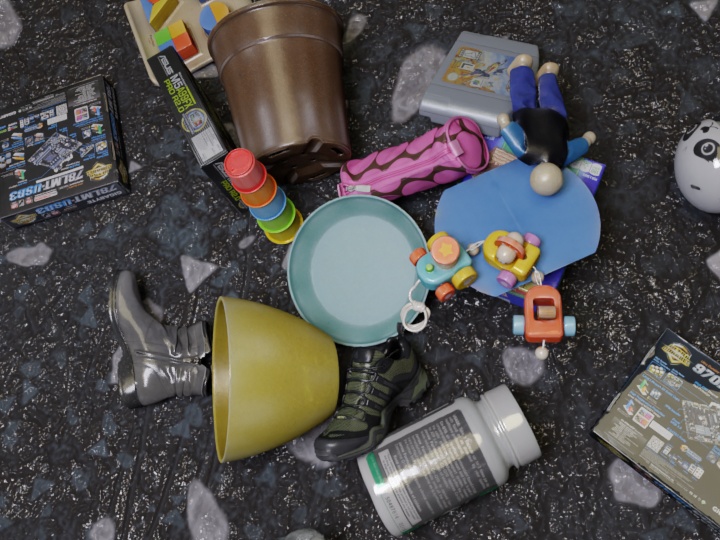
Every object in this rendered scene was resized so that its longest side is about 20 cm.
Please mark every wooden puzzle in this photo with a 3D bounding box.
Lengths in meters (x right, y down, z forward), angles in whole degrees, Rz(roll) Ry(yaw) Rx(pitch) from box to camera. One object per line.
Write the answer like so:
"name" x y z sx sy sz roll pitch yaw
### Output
"wooden puzzle" -0.276 -0.415 1.232 0.199 0.046 0.186 -25 68 1

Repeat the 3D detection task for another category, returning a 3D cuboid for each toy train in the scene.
"toy train" 0.145 0.017 0.865 0.198 0.056 0.151 4 66 11

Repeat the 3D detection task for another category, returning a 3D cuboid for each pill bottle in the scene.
"pill bottle" 0.105 0.222 0.906 0.199 0.113 0.114 -27 69 2

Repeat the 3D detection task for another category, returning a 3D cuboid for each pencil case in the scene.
"pencil case" 0.066 -0.136 1.009 0.199 0.093 0.092 -19 83 36

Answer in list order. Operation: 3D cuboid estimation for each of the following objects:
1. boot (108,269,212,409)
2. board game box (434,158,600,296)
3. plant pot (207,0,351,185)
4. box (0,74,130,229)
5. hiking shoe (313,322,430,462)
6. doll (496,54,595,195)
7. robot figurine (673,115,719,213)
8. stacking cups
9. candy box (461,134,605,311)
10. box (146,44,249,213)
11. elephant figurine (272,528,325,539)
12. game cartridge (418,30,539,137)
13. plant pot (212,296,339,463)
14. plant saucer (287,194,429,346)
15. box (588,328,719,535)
"boot" -0.271 0.086 1.056 0.130 0.070 0.202 -13 80 3
"board game box" 0.191 -0.052 0.944 0.199 0.039 0.159 -24 64 -3
"plant pot" -0.102 -0.239 1.069 0.199 0.200 0.200 -13 76 6
"box" -0.472 -0.186 1.190 0.198 0.050 0.200 -18 70 4
"hiking shoe" 0.002 0.146 0.920 0.075 0.101 0.200 -8 21 42
"doll" 0.230 -0.179 0.950 0.135 0.049 0.201 12 57 -13
"robot figurine" 0.497 -0.145 0.949 0.198 0.150 0.126 -12 82 6
"stacking cups" -0.125 -0.100 1.013 0.060 0.200 0.061 -3 69 8
"candy box" 0.206 -0.067 1.005 0.168 0.077 0.201 21 78 16
"box" -0.219 -0.198 1.086 0.044 0.160 0.201 -30 68 1
"elephant figurine" -0.044 0.406 0.870 0.200 0.155 0.141 45 122 -4
"game cartridge" 0.175 -0.264 1.059 0.132 0.042 0.201 14 49 18
"plant pot" -0.106 0.133 0.953 0.141 0.200 0.202 1 69 -17
"plant saucer" 0.000 0.000 1.020 0.198 0.036 0.202 0 90 15
"box" 0.398 0.191 0.896 0.199 0.046 0.159 37 81 20
